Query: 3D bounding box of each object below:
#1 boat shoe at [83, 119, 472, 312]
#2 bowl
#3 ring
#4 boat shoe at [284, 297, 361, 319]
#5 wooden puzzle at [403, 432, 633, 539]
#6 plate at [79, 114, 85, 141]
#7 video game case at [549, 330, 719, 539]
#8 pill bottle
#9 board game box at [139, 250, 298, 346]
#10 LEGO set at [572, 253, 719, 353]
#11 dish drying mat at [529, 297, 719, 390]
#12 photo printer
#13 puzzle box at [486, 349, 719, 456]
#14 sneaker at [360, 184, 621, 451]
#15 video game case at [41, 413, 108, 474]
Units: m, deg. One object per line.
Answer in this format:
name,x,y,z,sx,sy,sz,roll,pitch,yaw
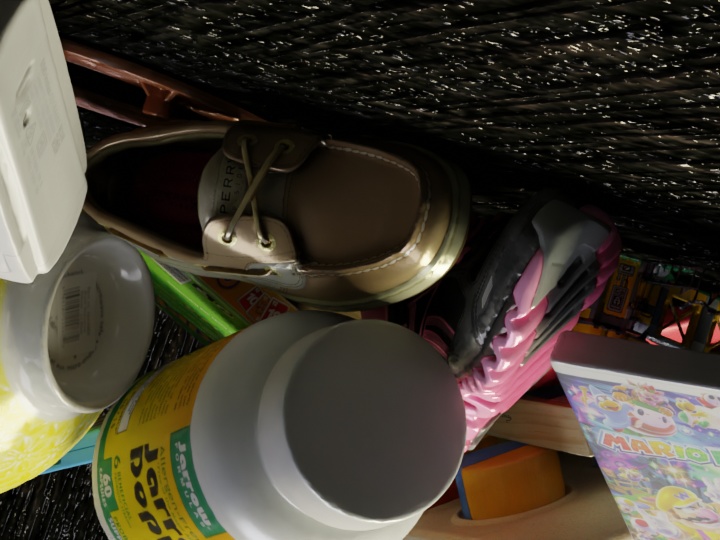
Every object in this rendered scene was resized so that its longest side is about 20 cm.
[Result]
boat shoe,-0.042,-0.026,1.198,0.200,0.074,0.066,1,168,44
bowl,-0.157,0.015,1.290,0.107,0.201,0.200,9,171,33
ring,-0.123,-0.080,1.308,0.200,0.019,0.200,18,175,1
boat shoe,0.000,0.000,1.374,0.073,0.065,0.200,23,168,8
wooden puzzle,0.093,0.096,1.470,0.185,0.046,0.200,-17,-168,-27
plate,-0.199,0.009,1.406,0.032,0.201,0.200,22,-176,17
video game case,0.169,0.098,1.190,0.143,0.018,0.200,9,148,29
pill bottle,-0.034,0.079,1.248,0.112,0.113,0.200,20,162,-20
board game box,-0.076,0.011,1.412,0.095,0.030,0.200,41,168,-6
LEGO set,0.173,0.070,1.242,0.154,0.116,0.200,23,172,-38
dish drying mat,0.086,0.044,1.382,0.199,0.018,0.077,-12,168,12
photo printer,-0.210,-0.079,1.100,0.199,0.070,0.167,17,155,12
puzzle box,0.131,0.055,1.455,0.133,0.026,0.200,-16,-173,-19
sneaker,0.044,0.006,1.219,0.095,0.079,0.200,47,156,9
video game case,-0.123,0.082,1.463,0.143,0.018,0.200,-17,-179,-42
